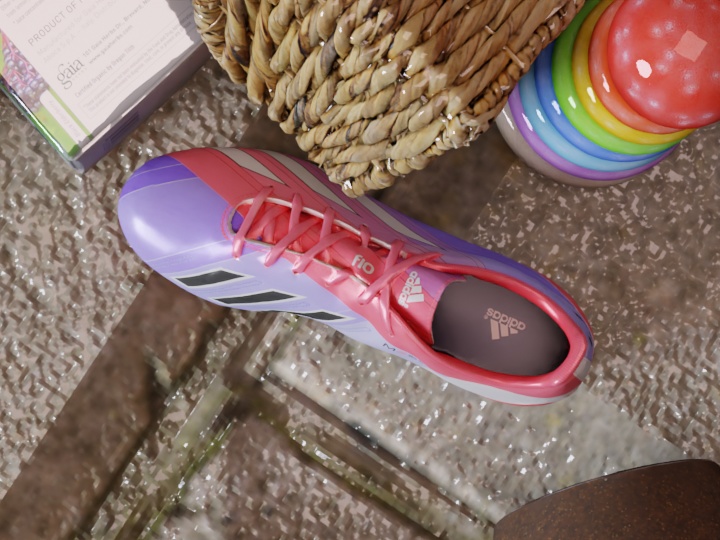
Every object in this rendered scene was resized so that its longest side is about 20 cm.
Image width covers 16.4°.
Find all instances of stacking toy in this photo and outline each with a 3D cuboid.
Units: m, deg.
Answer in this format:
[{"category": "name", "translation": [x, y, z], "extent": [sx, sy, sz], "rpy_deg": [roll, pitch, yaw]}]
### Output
[{"category": "stacking toy", "translation": [0.105, -0.079, 0.934], "extent": [0.085, 0.200, 0.086], "rpy_deg": [0, 89, -7]}]

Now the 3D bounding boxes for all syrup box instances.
[{"category": "syrup box", "translation": [-0.148, -0.140, 0.977], "extent": [0.081, 0.079, 0.200], "rpy_deg": [-42, 92, -4]}]

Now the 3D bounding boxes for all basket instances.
[{"category": "basket", "translation": [0.018, -0.149, 0.948], "extent": [0.149, 0.143, 0.200], "rpy_deg": [43, 68, -11]}]

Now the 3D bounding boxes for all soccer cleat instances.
[{"category": "soccer cleat", "translation": [0.000, 0.000, 0.985], "extent": [0.199, 0.076, 0.067], "rpy_deg": [23, 86, -4]}]

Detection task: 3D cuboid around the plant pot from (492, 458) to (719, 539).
[{"category": "plant pot", "translation": [0.122, 0.181, 0.951], "extent": [0.185, 0.187, 0.202], "rpy_deg": [-13, 74, -5]}]
